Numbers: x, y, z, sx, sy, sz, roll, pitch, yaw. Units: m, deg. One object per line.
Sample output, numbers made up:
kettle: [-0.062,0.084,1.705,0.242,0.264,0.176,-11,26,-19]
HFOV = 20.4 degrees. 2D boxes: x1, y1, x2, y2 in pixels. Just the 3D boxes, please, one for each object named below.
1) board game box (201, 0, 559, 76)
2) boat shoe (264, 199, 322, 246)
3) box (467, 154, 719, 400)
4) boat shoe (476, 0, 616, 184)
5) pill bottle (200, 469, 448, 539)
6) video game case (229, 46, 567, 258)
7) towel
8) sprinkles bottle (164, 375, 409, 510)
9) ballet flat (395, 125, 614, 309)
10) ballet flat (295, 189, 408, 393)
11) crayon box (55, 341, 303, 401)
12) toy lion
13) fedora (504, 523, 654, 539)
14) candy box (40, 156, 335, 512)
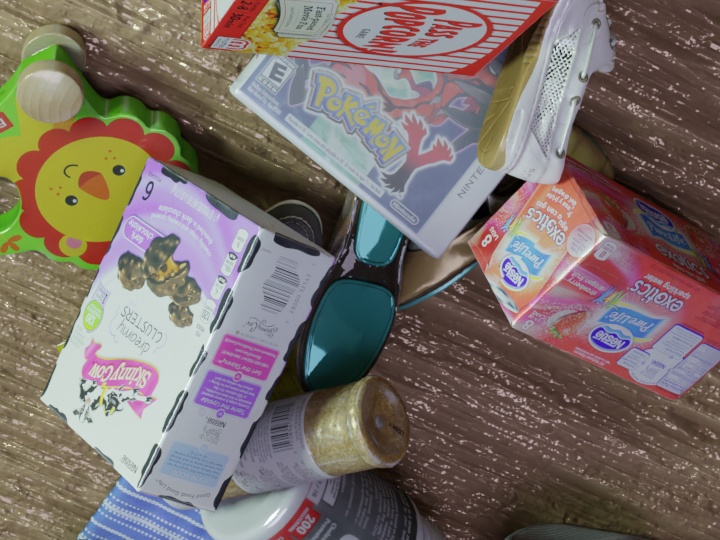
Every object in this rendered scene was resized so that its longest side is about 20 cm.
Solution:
board game box: [0.010,-0.182,1.312,0.200,0.046,0.151,4,165,-17]
boat shoe: [-0.091,0.037,1.482,0.067,0.057,0.200,32,114,-16]
box: [0.189,0.008,1.468,0.200,0.095,0.103,23,120,-40]
boat shoe: [0.145,-0.157,1.400,0.069,0.071,0.200,20,91,-16]
pill bottle: [-0.022,0.205,1.587,0.114,0.114,0.200,-37,129,19]
video game case: [0.038,-0.137,1.424,0.200,0.023,0.182,38,90,-20]
towel: [-0.155,0.230,1.671,0.145,0.024,0.200,29,116,-15]
sprinkles bottle: [-0.062,0.128,1.468,0.200,0.068,0.068,-15,122,34]
ballet flat: [0.092,-0.044,1.498,0.200,0.069,0.063,-30,106,6]
ballet flat: [0.000,0.000,1.492,0.068,0.067,0.200,20,96,-15]
crayon box: [-0.120,0.058,1.556,0.200,0.051,0.127,-21,118,10]
toy lion: [-0.229,-0.071,1.480,0.200,0.069,0.192,-25,125,13]
fedora: [0.185,0.256,1.636,0.200,0.177,0.090,5,87,-26]
candy box: [-0.126,0.043,1.410,0.072,0.168,0.200,21,96,-39]
